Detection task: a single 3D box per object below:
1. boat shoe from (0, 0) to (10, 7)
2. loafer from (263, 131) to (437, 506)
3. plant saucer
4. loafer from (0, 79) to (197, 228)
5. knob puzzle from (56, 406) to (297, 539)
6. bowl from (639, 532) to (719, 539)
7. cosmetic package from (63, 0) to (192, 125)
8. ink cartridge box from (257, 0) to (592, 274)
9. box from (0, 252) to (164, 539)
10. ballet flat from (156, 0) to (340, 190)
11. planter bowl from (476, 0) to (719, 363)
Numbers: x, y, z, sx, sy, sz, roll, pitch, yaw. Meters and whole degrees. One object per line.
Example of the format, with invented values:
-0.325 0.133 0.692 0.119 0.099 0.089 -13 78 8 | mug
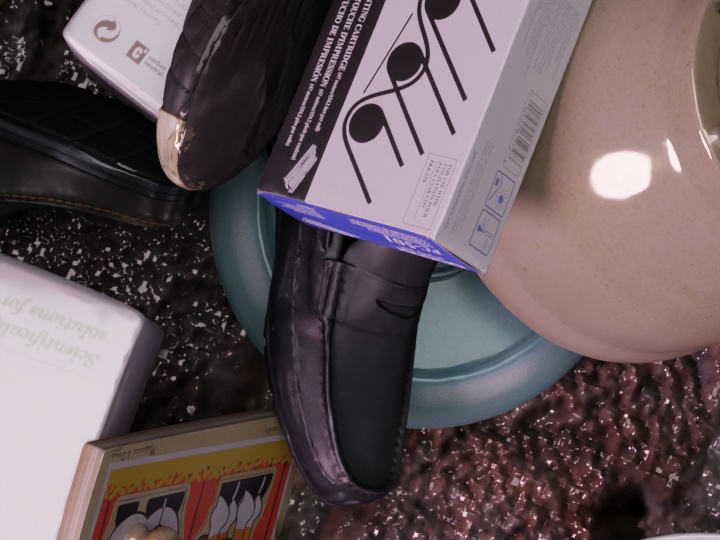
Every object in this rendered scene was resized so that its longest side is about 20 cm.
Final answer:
-0.254 -0.136 0.853 0.199 0.072 0.068 -7 104 0 | boat shoe
0.000 0.000 0.840 0.070 0.068 0.201 -5 85 40 | loafer
0.030 -0.028 0.898 0.199 0.027 0.201 0 87 -4 | plant saucer
-0.162 -0.047 0.856 0.199 0.073 0.073 18 110 20 | loafer
-0.079 0.160 0.802 0.030 0.220 0.220 19 86 22 | knob puzzle
0.147 0.223 0.849 0.200 0.090 0.202 -1 66 2 | bowl
-0.042 -0.154 0.863 0.074 0.102 0.200 38 87 -2 | cosmetic package
0.039 -0.106 0.781 0.094 0.044 0.201 17 81 37 | ink cartridge box
-0.207 0.078 0.805 0.198 0.171 0.201 20 86 -2 | box
-0.040 -0.128 0.794 0.057 0.066 0.201 17 85 35 | ballet flat
0.148 -0.065 0.820 0.200 0.135 0.201 3 83 -28 | planter bowl
